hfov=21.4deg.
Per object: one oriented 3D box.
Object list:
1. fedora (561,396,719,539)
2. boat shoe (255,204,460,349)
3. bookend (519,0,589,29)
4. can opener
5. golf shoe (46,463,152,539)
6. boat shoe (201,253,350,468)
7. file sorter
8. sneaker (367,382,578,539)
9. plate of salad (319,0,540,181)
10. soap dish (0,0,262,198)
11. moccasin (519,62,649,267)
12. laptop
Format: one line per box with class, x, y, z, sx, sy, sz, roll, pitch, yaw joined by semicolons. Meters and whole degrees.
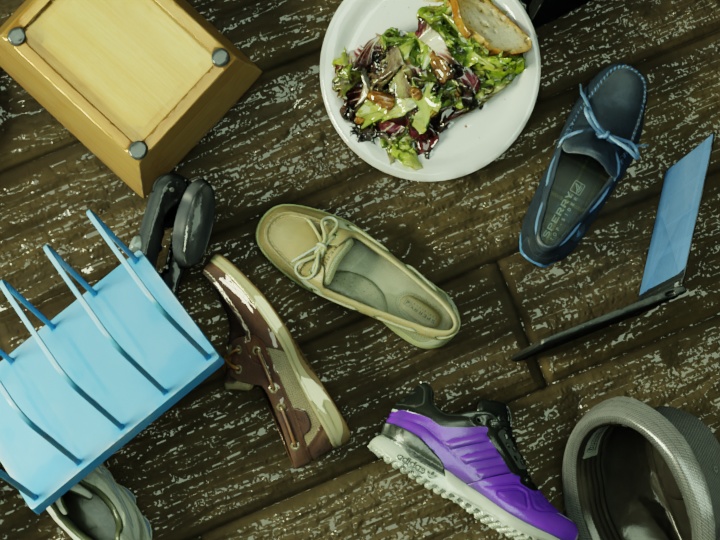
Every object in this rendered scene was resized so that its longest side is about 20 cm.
fedora;0.261;0.198;1.646;0.090;0.177;0.201;-16;93;-36
boat shoe;-0.001;0.003;1.682;0.200;0.063;0.073;34;83;1
bookend;0.148;-0.332;1.662;0.092;0.200;0.199;-28;86;-6
can opener;-0.180;0.011;1.674;0.063;0.079;0.200;19;92;-9
golf shoe;-0.254;0.169;1.633;0.078;0.097;0.200;-43;86;-5
boat shoe;-0.089;0.081;1.667;0.072;0.072;0.200;-33;92;-8
file sorter;-0.244;0.069;1.566;0.200;0.123;0.139;-39;58;-2
sneaker;0.115;0.165;1.668;0.200;0.070;0.100;31;80;0
plate of salad;0.060;-0.179;1.698;0.199;0.048;0.201;0;93;9
soap dish;-0.211;-0.189;1.684;0.200;0.081;0.157;43;83;1
moccasin;0.209;-0.093;1.703;0.080;0.068;0.200;22;82;-1
laptop;0.213;-0.014;1.635;0.200;0.187;0.116;-21;84;-5
